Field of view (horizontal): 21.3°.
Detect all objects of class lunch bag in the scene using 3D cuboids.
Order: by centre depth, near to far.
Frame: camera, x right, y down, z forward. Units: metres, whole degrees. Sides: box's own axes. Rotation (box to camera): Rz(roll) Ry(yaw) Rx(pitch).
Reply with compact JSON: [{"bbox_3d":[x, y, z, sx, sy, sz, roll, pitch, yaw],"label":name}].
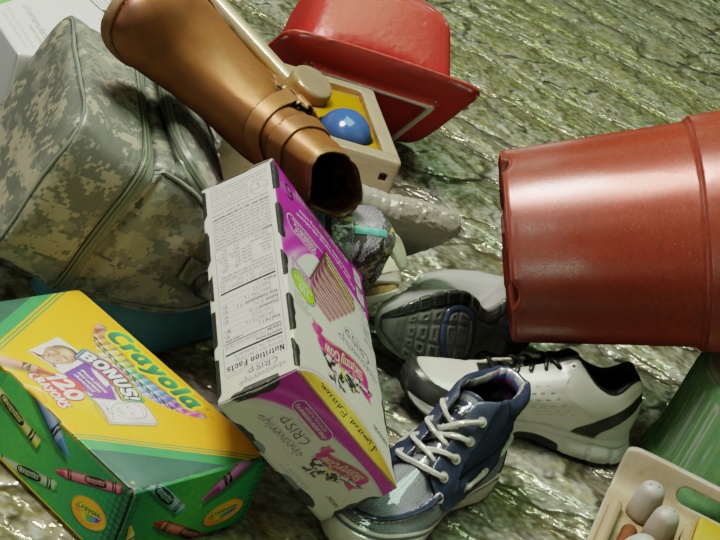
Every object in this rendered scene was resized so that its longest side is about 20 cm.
[{"bbox_3d":[-0.171,-0.068,1.376,0.167,0.139,0.200,32,20,-27],"label":"lunch bag"}]

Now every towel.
[{"bbox_3d":[-0.016,-0.037,1.516,0.132,0.035,0.200,14,-14,-21],"label":"towel"}]

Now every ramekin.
[{"bbox_3d":[0.328,0.141,1.496,0.199,0.098,0.200,19,24,-9],"label":"ramekin"}]

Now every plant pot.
[{"bbox_3d":[0.206,-0.024,1.466,0.194,0.202,0.201,-4,25,3],"label":"plant pot"}]

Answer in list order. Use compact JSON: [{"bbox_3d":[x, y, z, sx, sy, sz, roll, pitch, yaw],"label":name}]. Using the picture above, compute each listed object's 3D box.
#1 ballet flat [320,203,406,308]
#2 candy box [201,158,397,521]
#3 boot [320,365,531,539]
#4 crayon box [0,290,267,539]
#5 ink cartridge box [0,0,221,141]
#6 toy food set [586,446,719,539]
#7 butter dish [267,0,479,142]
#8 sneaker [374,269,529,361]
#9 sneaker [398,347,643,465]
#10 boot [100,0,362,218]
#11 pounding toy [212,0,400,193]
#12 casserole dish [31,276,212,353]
[{"bbox_3d":[0.000,0.000,1.445,0.072,0.072,0.200,23,-14,3],"label":"ballet flat"},{"bbox_3d":[-0.042,0.043,1.255,0.136,0.061,0.201,53,20,-41],"label":"candy box"},{"bbox_3d":[0.046,0.124,1.299,0.073,0.091,0.200,31,25,19],"label":"boot"},{"bbox_3d":[-0.170,0.094,1.214,0.200,0.058,0.119,37,28,30],"label":"crayon box"},{"bbox_3d":[-0.216,-0.168,1.531,0.199,0.085,0.146,-1,36,-35],"label":"ink cartridge box"},{"bbox_3d":[0.231,0.200,1.333,0.143,0.061,0.200,26,27,9],"label":"toy food set"},{"bbox_3d":[0.006,-0.223,1.836,0.199,0.149,0.200,15,-15,-14],"label":"butter dish"},{"bbox_3d":[0.067,0.037,1.546,0.087,0.075,0.200,23,14,32],"label":"sneaker"},{"bbox_3d":[0.125,0.087,1.462,0.199,0.080,0.074,12,28,-20],"label":"sneaker"},{"bbox_3d":[-0.084,-0.113,1.314,0.155,0.077,0.200,46,-1,31],"label":"boot"},{"bbox_3d":[-0.074,-0.135,1.669,0.183,0.143,0.200,15,25,-17],"label":"pounding toy"},{"bbox_3d":[-0.155,0.006,1.437,0.121,0.039,0.200,34,25,23],"label":"casserole dish"}]
